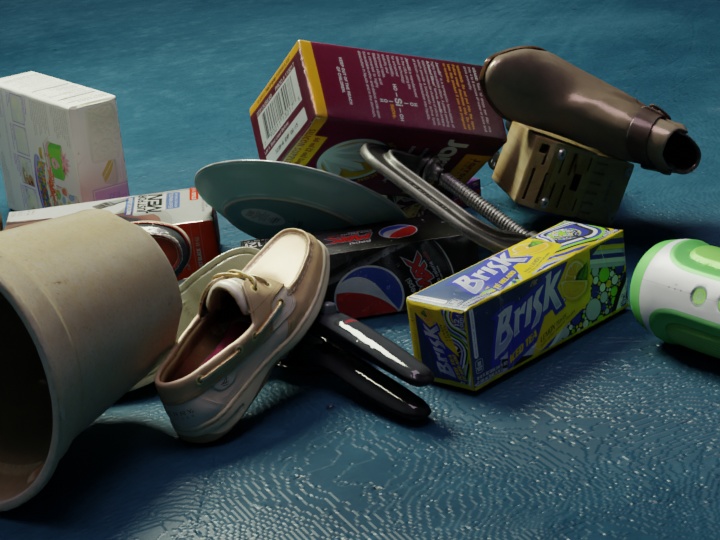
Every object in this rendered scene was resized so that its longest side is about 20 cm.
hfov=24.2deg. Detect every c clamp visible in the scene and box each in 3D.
[{"bbox_3d":[0.095,-0.052,1.443,0.200,0.027,0.171,37,20,20],"label":"c clamp"}]

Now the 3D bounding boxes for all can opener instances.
[{"bbox_3d":[-0.008,0.060,1.289,0.079,0.063,0.200,-18,23,-28],"label":"can opener"}]

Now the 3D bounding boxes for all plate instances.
[{"bbox_3d":[-0.055,-0.049,1.515,0.200,0.026,0.200,11,-17,3],"label":"plate"}]

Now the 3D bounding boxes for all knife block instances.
[{"bbox_3d":[0.158,-0.105,1.590,0.176,0.064,0.200,26,12,38],"label":"knife block"}]

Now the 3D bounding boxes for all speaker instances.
[{"bbox_3d":[0.293,0.033,1.235,0.088,0.089,0.200,-19,23,-31],"label":"speaker"}]

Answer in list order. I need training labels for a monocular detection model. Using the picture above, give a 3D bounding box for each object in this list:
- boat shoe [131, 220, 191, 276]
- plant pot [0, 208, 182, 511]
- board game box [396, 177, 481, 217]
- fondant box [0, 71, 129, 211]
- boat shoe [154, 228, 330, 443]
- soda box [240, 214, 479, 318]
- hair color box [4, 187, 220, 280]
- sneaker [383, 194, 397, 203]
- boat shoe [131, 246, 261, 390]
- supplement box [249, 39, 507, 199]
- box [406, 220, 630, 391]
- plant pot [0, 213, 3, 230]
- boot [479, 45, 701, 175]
[{"bbox_3d":[-0.250,0.003,1.501,0.200,0.071,0.063,-12,5,3],"label":"boat shoe"},{"bbox_3d":[-0.232,0.044,1.212,0.200,0.201,0.183,6,22,32],"label":"plant pot"},{"bbox_3d":[0.012,-0.084,1.726,0.120,0.032,0.200,-26,28,-34],"label":"board game box"},{"bbox_3d":[-0.317,-0.122,1.766,0.058,0.144,0.200,-18,23,-31],"label":"fondant box"},{"bbox_3d":[-0.088,0.035,1.267,0.074,0.069,0.200,2,48,35],"label":"boat shoe"},{"bbox_3d":[0.000,0.000,1.449,0.200,0.063,0.071,-9,21,-5],"label":"soda box"},{"bbox_3d":[-0.234,-0.025,1.595,0.200,0.064,0.111,-9,21,-3],"label":"hair color box"},{"bbox_3d":[0.026,-0.085,1.618,0.200,0.076,0.115,-20,52,-23],"label":"sneaker"},{"bbox_3d":[-0.158,0.048,1.361,0.199,0.075,0.066,-34,-12,-8],"label":"boat shoe"},{"bbox_3d":[0.016,-0.132,1.519,0.200,0.086,0.110,4,-32,-29],"label":"supplement box"},{"bbox_3d":[0.128,0.025,1.330,0.064,0.070,0.200,10,26,43],"label":"box"},{"bbox_3d":[-0.438,-0.064,1.561,0.177,0.200,0.200,-8,20,-1],"label":"plant pot"},{"bbox_3d":[0.212,-0.137,1.485,0.146,0.070,0.200,29,14,34],"label":"boot"}]
